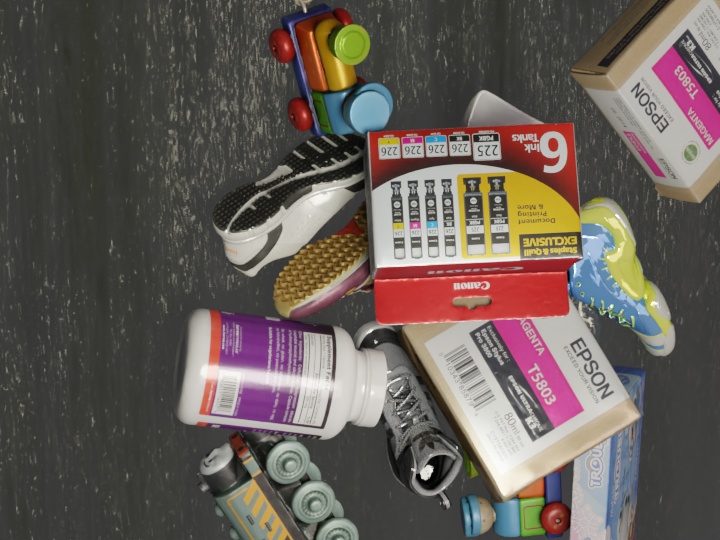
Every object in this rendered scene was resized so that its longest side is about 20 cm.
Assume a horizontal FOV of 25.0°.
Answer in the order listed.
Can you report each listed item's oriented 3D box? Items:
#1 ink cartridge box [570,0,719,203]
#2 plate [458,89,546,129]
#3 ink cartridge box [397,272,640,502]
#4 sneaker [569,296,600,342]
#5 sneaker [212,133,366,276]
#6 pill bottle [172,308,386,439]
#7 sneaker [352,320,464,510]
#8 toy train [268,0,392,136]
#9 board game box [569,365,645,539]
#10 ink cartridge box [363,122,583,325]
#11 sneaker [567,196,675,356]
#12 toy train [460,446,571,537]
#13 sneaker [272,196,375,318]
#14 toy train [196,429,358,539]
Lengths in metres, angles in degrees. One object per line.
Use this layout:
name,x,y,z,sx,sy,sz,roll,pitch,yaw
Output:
ink cartridge box,0.351,-0.201,1.776,0.165,0.075,0.200,-48,117,-11
plate,0.133,-0.070,1.689,0.199,0.032,0.201,18,92,-52
ink cartridge box,0.155,0.104,1.614,0.164,0.075,0.201,-31,83,-6
sneaker,0.154,0.062,1.718,0.198,0.086,0.078,-3,93,-11
sneaker,-0.060,-0.068,1.615,0.199,0.074,0.080,-30,140,-22
pill bottle,-0.079,0.103,1.585,0.198,0.112,0.114,8,98,-14
sneaker,0.054,0.151,1.677,0.075,0.114,0.201,-23,111,-11
toy train,-0.031,-0.226,1.558,0.084,0.116,0.202,-22,110,-21
board game box,0.270,0.225,1.772,0.199,0.043,0.202,-27,120,-67
ink cartridge box,0.107,-0.043,1.549,0.198,0.084,0.177,-3,82,-3
sneaker,0.269,0.022,1.792,0.104,0.076,0.201,-29,105,-5
toy train,0.162,0.193,1.763,0.115,0.085,0.202,-6,103,-8
sneaker,0.000,0.000,1.635,0.200,0.075,0.091,-40,132,-22
toy train,-0.083,0.243,1.655,0.114,0.085,0.201,-33,113,-6
